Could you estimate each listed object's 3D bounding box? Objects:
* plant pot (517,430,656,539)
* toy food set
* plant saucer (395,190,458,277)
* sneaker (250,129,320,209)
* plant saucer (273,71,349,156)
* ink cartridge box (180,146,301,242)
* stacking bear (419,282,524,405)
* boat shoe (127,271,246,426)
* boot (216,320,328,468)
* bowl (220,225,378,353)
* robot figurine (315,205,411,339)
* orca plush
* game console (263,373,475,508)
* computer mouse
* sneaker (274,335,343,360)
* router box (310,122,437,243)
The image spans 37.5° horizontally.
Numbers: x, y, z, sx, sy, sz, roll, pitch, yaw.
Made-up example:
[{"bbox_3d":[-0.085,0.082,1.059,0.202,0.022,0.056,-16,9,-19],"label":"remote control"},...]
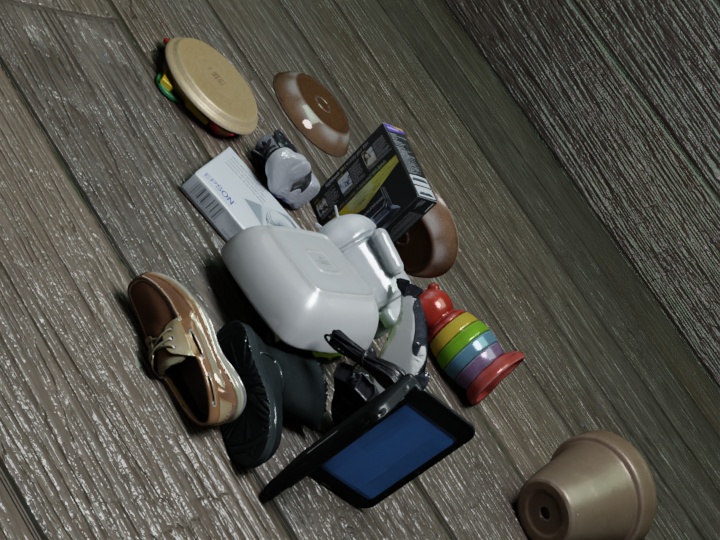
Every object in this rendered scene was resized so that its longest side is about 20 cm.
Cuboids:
[{"bbox_3d":[0.346,0.372,1.709,0.173,0.200,0.202,-7,60,-41],"label":"plant pot"},{"bbox_3d":[-0.243,-0.294,1.700,0.198,0.049,0.201,43,26,-20],"label":"toy food set"},{"bbox_3d":[0.074,-0.068,1.794,0.037,0.200,0.201,-37,89,-38],"label":"plant saucer"},{"bbox_3d":[-0.131,-0.171,1.668,0.114,0.075,0.200,51,0,16],"label":"sneaker"},{"bbox_3d":[-0.082,-0.308,2.025,0.200,0.037,0.201,42,26,-25],"label":"plant saucer"},{"bbox_3d":[-0.156,-0.089,1.580,0.200,0.040,0.200,49,24,-8],"label":"ink cartridge box"},{"bbox_3d":[0.164,0.115,1.806,0.200,0.122,0.113,49,15,16],"label":"stacking bear"},{"bbox_3d":[-0.205,0.089,1.208,0.201,0.076,0.072,54,26,7],"label":"boat shoe"},{"bbox_3d":[-0.101,0.162,1.306,0.162,0.073,0.200,34,32,-50],"label":"boot"},{"bbox_3d":[-0.071,0.014,1.420,0.199,0.075,0.200,7,37,-51],"label":"bowl"},{"bbox_3d":[0.000,0.000,1.593,0.113,0.169,0.201,-29,85,-47],"label":"robot figurine"},{"bbox_3d":[0.063,0.111,1.546,0.071,0.104,0.203,-13,102,-63],"label":"orca plush"},{"bbox_3d":[0.013,0.226,1.252,0.117,0.200,0.176,52,24,3],"label":"game console"},{"bbox_3d":[0.021,0.165,1.355,0.140,0.202,0.046,30,51,32],"label":"computer mouse"},{"bbox_3d":[-0.053,0.080,1.491,0.199,0.074,0.084,6,55,-58],"label":"sneaker"},{"bbox_3d":[0.017,-0.113,1.729,0.052,0.200,0.159,11,46,-45],"label":"router box"}]
